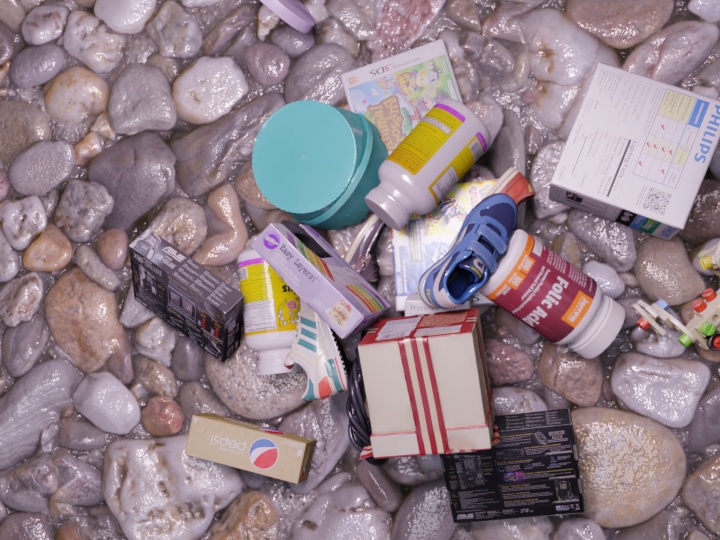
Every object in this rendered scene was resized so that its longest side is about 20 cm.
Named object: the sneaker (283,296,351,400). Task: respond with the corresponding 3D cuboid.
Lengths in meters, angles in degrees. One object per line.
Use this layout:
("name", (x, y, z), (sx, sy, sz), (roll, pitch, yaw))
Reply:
("sneaker", (-0.082, 0.105, 1.311), (0.093, 0.070, 0.200), (-22, 72, 4))

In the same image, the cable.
("cable", (0.013, 0.190, 1.304), (0.051, 0.163, 0.200), (-4, 99, 23))

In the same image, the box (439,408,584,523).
("box", (0.224, 0.295, 1.284), (0.200, 0.044, 0.160), (-9, 112, 12))

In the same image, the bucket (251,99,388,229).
("bucket", (-0.064, -0.169, 1.365), (0.207, 0.135, 0.207), (-1, 87, 20))

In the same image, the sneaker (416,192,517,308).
("sneaker", (0.167, -0.023, 1.232), (0.074, 0.082, 0.200), (37, 84, -17))

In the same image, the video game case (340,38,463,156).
("video game case", (0.078, -0.259, 1.412), (0.182, 0.022, 0.200), (-17, 82, 10))

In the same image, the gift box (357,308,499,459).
("gift box", (0.089, 0.169, 1.196), (0.184, 0.200, 0.187), (-7, 99, 17))

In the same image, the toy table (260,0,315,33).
("toy table", (-0.122, -0.501, 1.411), (0.200, 0.184, 0.117), (43, 112, 4))

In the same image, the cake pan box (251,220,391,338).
("cake pan box", (-0.055, 0.009, 1.270), (0.200, 0.184, 0.052), (45, 100, 10))

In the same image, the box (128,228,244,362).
("box", (-0.284, 0.043, 1.396), (0.200, 0.158, 0.050), (33, 56, 13))

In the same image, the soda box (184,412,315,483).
("soda box", (-0.180, 0.287, 1.398), (0.200, 0.064, 0.068), (12, 88, 12))

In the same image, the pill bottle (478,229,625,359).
("pill bottle", (0.283, 0.038, 1.274), (0.200, 0.114, 0.114), (34, 93, -5))

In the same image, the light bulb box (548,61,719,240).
("light bulb box", (0.410, -0.174, 1.280), (0.200, 0.125, 0.198), (22, 89, 12))

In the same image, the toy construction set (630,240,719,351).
("toy construction set", (0.504, 0.038, 1.258), (0.200, 0.092, 0.131), (-41, 103, 14))

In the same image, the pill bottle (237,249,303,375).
("pill bottle", (-0.138, 0.066, 1.388), (0.104, 0.104, 0.200), (-8, 84, 11))

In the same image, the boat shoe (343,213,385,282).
("boat shoe", (0.000, 0.000, 1.384), (0.065, 0.072, 0.200), (30, 95, 8))

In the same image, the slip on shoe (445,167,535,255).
("slip on shoe", (0.191, -0.064, 1.303), (0.061, 0.074, 0.200), (39, 88, 9))

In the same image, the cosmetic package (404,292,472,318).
("cosmetic package", (0.122, 0.137, 1.319), (0.101, 0.071, 0.200), (-1, 98, 11))

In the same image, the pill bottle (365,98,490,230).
("pill bottle", (0.099, -0.158, 1.309), (0.104, 0.104, 0.200), (40, 82, 13))

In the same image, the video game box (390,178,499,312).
("video game box", (0.141, -0.037, 1.368), (0.182, 0.047, 0.200), (-5, 84, 9))
